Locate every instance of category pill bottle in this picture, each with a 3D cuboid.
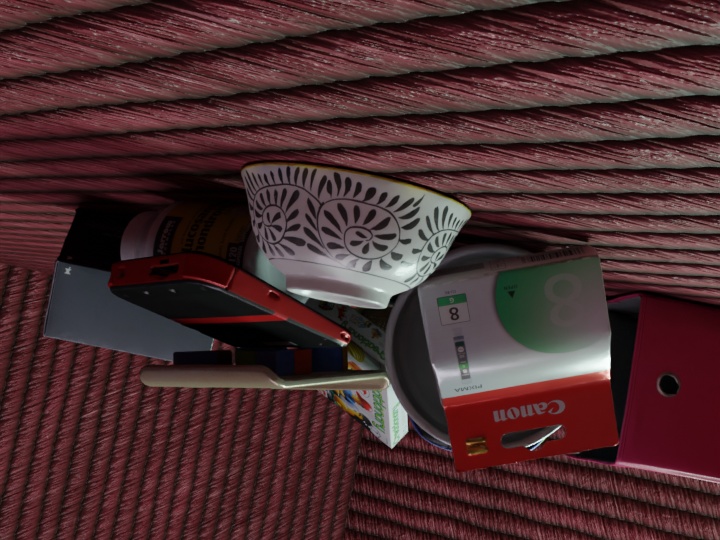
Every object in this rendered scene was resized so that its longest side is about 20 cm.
[{"bbox_3d":[-0.149,-0.015,1.203,0.200,0.112,0.112,6,172,35],"label":"pill bottle"}]

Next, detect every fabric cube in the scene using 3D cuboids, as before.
[{"bbox_3d":[0.375,0.145,1.374,0.199,0.197,0.200,12,173,-6],"label":"fabric cube"}]

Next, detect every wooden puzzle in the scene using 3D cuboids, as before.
[{"bbox_3d":[-0.096,0.099,1.207,0.185,0.046,0.200,-4,172,37],"label":"wooden puzzle"}]

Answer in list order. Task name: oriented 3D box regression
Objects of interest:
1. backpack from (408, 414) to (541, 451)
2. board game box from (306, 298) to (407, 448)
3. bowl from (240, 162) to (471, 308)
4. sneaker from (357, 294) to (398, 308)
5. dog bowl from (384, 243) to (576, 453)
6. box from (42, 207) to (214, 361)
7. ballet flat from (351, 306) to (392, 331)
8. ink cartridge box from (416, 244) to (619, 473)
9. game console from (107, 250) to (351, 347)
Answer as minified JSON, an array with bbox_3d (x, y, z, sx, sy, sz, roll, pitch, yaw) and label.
[{"bbox_3d":[0.142,0.093,1.271,0.183,0.200,0.147,9,-175,8],"label":"backpack"},{"bbox_3d":[-0.004,0.112,1.328,0.126,0.035,0.200,35,155,25],"label":"board game box"},{"bbox_3d":[-0.011,-0.021,0.997,0.200,0.094,0.201,10,174,1],"label":"bowl"},{"bbox_3d":[0.090,0.034,1.443,0.200,0.074,0.081,3,165,6],"label":"sneaker"},{"bbox_3d":[0.125,0.076,1.146,0.200,0.200,0.079,10,177,6],"label":"dog bowl"},{"bbox_3d":[-0.272,0.018,1.445,0.200,0.104,0.182,12,-159,-9],"label":"box"},{"bbox_3d":[-0.002,0.073,1.399,0.065,0.071,0.200,-28,-167,-25],"label":"ballet flat"},{"bbox_3d":[0.146,0.087,1.053,0.161,0.200,0.050,-10,-167,5],"label":"ink cartridge box"},{"bbox_3d":[-0.129,0.032,1.106,0.177,0.031,0.200,27,161,-34],"label":"game console"}]
